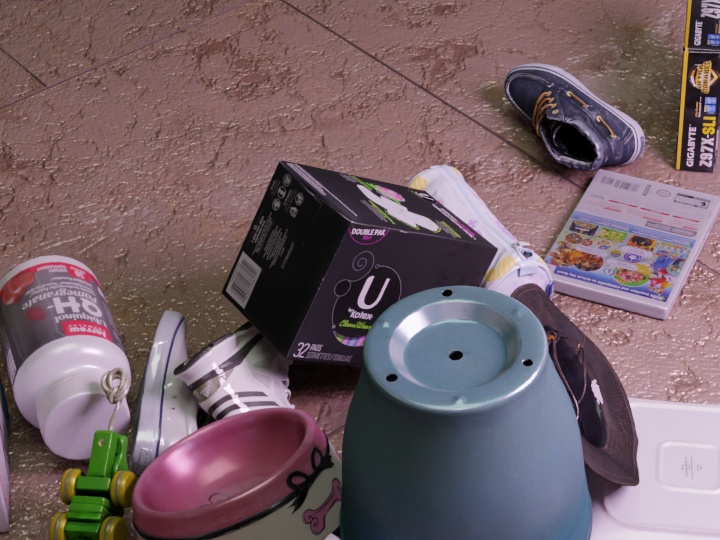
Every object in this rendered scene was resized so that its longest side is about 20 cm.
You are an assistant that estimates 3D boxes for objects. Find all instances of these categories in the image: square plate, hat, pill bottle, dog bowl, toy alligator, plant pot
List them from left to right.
[{"bbox_3d":[-0.281,0.084,1.489,0.110,0.111,0.200,-15,41,-14],"label":"pill bottle"},{"bbox_3d":[-0.223,0.187,1.365,0.059,0.054,0.201,1,62,15],"label":"toy alligator"},{"bbox_3d":[-0.104,0.188,1.319,0.199,0.074,0.200,-19,20,7],"label":"dog bowl"},{"bbox_3d":[0.074,0.123,1.172,0.199,0.188,0.200,-4,41,3],"label":"plant pot"},{"bbox_3d":[0.161,0.115,1.352,0.081,0.201,0.201,-32,33,22],"label":"hat"},{"bbox_3d":[0.292,0.181,1.388,0.197,0.029,0.200,3,40,9],"label":"square plate"}]

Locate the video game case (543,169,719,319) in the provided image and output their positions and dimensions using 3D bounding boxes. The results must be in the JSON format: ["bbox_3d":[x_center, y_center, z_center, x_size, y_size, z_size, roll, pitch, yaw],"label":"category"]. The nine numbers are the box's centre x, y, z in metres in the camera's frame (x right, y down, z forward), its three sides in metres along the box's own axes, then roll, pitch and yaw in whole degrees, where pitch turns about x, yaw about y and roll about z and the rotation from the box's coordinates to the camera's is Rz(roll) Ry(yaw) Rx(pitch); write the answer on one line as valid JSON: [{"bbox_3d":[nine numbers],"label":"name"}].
[{"bbox_3d":[0.285,-0.031,1.654,0.143,0.018,0.200,15,43,21],"label":"video game case"}]

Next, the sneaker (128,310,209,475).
[{"bbox_3d":[-0.174,0.120,1.482,0.071,0.073,0.200,13,42,-11],"label":"sneaker"}]

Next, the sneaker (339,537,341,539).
[{"bbox_3d":[-0.037,0.282,1.257,0.082,0.074,0.200,-8,40,3],"label":"sneaker"}]

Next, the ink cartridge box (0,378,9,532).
[{"bbox_3d":[-0.356,0.158,1.402,0.066,0.116,0.200,-8,40,-7],"label":"ink cartridge box"}]

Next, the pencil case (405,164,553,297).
[{"bbox_3d":[0.116,-0.027,1.607,0.083,0.091,0.200,-20,41,-18],"label":"pencil case"}]

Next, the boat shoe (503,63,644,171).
[{"bbox_3d":[0.222,-0.178,1.778,0.091,0.071,0.200,-16,39,-44],"label":"boat shoe"}]

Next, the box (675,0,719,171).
[{"bbox_3d":[0.390,-0.235,1.780,0.049,0.160,0.200,5,41,11],"label":"box"}]

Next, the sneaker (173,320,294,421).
[{"bbox_3d":[-0.093,0.108,1.491,0.076,0.116,0.200,-34,-1,28],"label":"sneaker"}]

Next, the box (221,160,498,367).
[{"bbox_3d":[0.000,0.000,1.477,0.200,0.149,0.124,8,24,-43],"label":"box"}]

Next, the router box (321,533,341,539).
[{"bbox_3d":[0.053,0.301,1.140,0.200,0.180,0.049,31,67,36],"label":"router box"}]
